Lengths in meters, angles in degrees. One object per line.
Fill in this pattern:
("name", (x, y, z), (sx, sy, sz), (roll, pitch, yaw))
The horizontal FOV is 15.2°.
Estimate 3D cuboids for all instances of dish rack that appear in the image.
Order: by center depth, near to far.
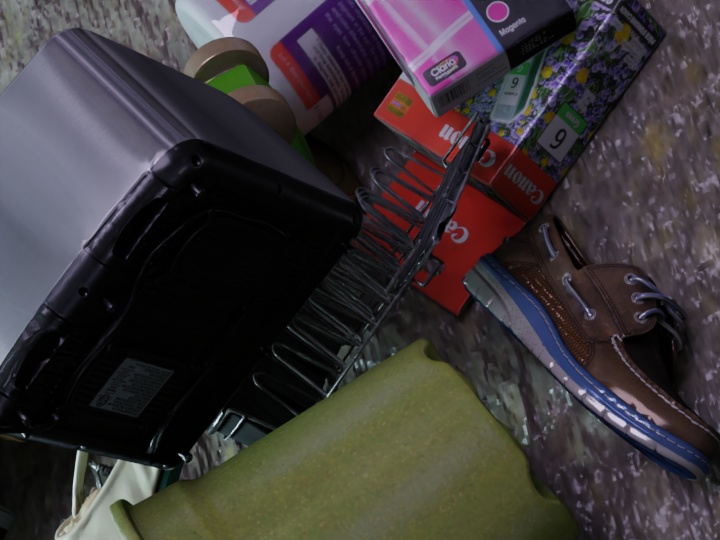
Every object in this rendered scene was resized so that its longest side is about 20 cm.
("dish rack", (0.000, 0.000, 1.460), (0.200, 0.054, 0.154), (-54, 8, 35))

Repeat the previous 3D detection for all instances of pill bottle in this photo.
("pill bottle", (-0.001, -0.180, 1.588), (0.200, 0.112, 0.111), (-41, 47, -7))

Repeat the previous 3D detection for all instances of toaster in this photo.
("toaster", (-0.124, -0.004, 1.342), (0.119, 0.200, 0.181), (43, 102, 29))

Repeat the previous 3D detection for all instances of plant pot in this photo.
("plant pot", (0.003, 0.140, 1.383), (0.184, 0.201, 0.200), (-40, 47, -2))

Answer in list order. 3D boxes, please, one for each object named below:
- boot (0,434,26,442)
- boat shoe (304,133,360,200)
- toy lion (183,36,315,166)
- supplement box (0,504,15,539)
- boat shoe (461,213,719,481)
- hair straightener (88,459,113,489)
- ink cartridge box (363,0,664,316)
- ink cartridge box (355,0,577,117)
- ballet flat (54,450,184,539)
("boot", (-0.211, 0.014, 1.605), (0.200, 0.073, 0.156), (-138, 62, -74))
("boat shoe", (-0.085, -0.064, 1.635), (0.200, 0.072, 0.066), (28, 113, 31))
("toy lion", (-0.111, -0.008, 1.504), (0.199, 0.192, 0.069), (-28, 44, -3))
("supplement box", (-0.310, 0.203, 1.635), (0.108, 0.061, 0.201), (29, 86, 21))
("boat shoe", (0.129, 0.032, 1.410), (0.072, 0.072, 0.200), (-48, 47, 3))
("hair straightener", (-0.135, 0.191, 1.543), (0.077, 0.041, 0.201), (-37, 49, 15))
("ink cartridge box", (0.070, -0.086, 1.533), (0.109, 0.050, 0.200), (34, 87, 42))
("ink cartridge box", (0.029, -0.190, 1.510), (0.094, 0.037, 0.200), (-32, 67, -2))
("ballet flat", (-0.116, 0.077, 1.492), (0.069, 0.069, 0.201), (36, 107, 43))
